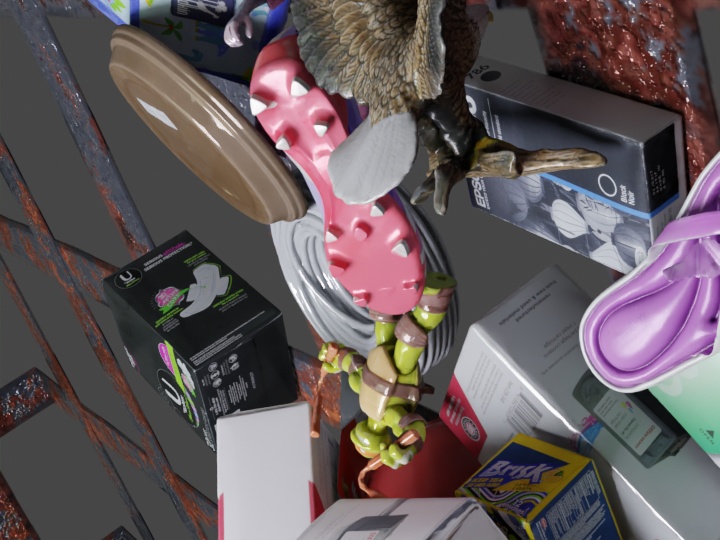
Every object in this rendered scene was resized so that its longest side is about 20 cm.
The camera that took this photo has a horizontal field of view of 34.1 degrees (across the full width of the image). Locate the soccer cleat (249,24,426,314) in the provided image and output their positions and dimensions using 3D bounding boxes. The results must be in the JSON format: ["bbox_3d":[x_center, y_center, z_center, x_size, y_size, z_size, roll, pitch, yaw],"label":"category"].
[{"bbox_3d":[-0.007,-0.061,0.743,0.066,0.077,0.201,-15,124,25],"label":"soccer cleat"}]

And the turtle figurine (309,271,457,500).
[{"bbox_3d":[0.025,0.076,0.838,0.200,0.064,0.163,-131,51,-62],"label":"turtle figurine"}]

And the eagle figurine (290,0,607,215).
[{"bbox_3d":[0.036,-0.143,0.649,0.151,0.150,0.202,-88,-19,-71],"label":"eagle figurine"}]

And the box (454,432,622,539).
[{"bbox_3d":[0.134,0.207,0.744,0.070,0.064,0.202,12,131,54],"label":"box"}]

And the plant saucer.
[{"bbox_3d":[-0.121,-0.104,0.893,0.200,0.029,0.200,42,170,9],"label":"plant saucer"}]

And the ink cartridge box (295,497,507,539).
[{"bbox_3d":[0.042,0.221,0.737,0.146,0.085,0.200,51,156,-8],"label":"ink cartridge box"}]

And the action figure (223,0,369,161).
[{"bbox_3d":[-0.009,-0.164,0.800,0.133,0.149,0.202,19,125,9],"label":"action figure"}]

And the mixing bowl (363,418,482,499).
[{"bbox_3d":[0.078,0.188,0.953,0.201,0.198,0.109,97,163,-55],"label":"mixing bowl"}]

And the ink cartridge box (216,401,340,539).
[{"bbox_3d":[-0.050,0.217,0.976,0.201,0.085,0.149,66,-164,-58],"label":"ink cartridge box"}]

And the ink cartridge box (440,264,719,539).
[{"bbox_3d":[0.155,0.118,0.791,0.200,0.085,0.148,46,154,18],"label":"ink cartridge box"}]

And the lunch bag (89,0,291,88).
[{"bbox_3d":[-0.130,-0.245,0.872,0.199,0.128,0.170,40,153,9],"label":"lunch bag"}]

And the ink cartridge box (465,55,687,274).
[{"bbox_3d":[0.112,-0.070,0.721,0.199,0.039,0.100,29,145,47],"label":"ink cartridge box"}]

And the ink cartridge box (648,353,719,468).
[{"bbox_3d":[0.234,0.050,0.627,0.161,0.050,0.200,50,157,15],"label":"ink cartridge box"}]

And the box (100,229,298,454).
[{"bbox_3d":[-0.185,0.080,1.356,0.200,0.124,0.150,38,149,37],"label":"box"}]

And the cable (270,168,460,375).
[{"bbox_3d":[0.000,0.000,0.980,0.199,0.069,0.202,24,140,52],"label":"cable"}]

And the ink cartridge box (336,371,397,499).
[{"bbox_3d":[0.020,0.177,1.052,0.201,0.056,0.164,-96,-8,-57],"label":"ink cartridge box"}]

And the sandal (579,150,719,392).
[{"bbox_3d":[0.176,0.007,0.605,0.083,0.050,0.203,50,137,19],"label":"sandal"}]
